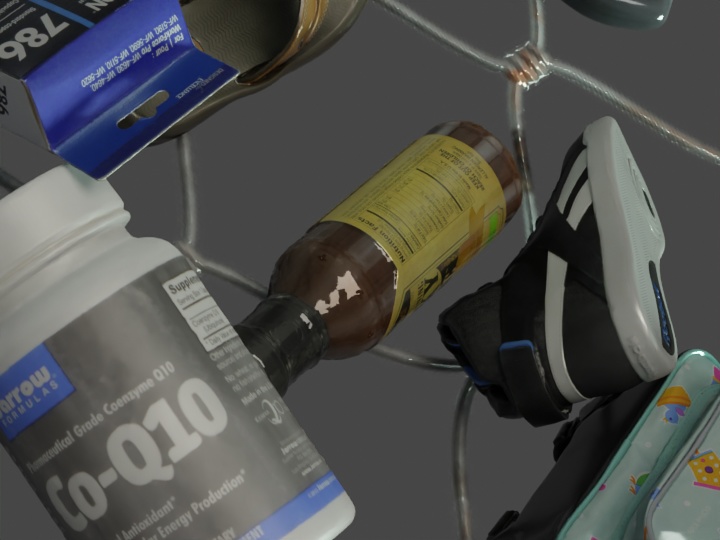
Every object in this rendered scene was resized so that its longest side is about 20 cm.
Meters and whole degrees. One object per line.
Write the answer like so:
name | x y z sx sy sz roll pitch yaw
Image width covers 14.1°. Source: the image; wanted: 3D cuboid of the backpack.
backpack | 0.180 0.154 1.378 0.200 0.153 0.176 48 49 -11

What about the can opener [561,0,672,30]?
can opener | 0.085 -0.195 1.533 0.200 0.053 0.067 28 57 -15

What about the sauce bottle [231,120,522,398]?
sauce bottle | 0.000 0.000 1.386 0.065 0.065 0.200 51 51 -1

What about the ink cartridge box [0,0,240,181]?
ink cartridge box | -0.159 -0.116 1.305 0.200 0.039 0.099 27 49 26

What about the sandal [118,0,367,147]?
sandal | -0.056 -0.132 1.424 0.200 0.055 0.082 -37 89 -35

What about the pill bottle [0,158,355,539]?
pill bottle | -0.102 0.058 1.279 0.114 0.114 0.200 -34 87 -35

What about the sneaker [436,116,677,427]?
sneaker | 0.089 -0.001 1.442 0.073 0.112 0.200 60 16 -27
